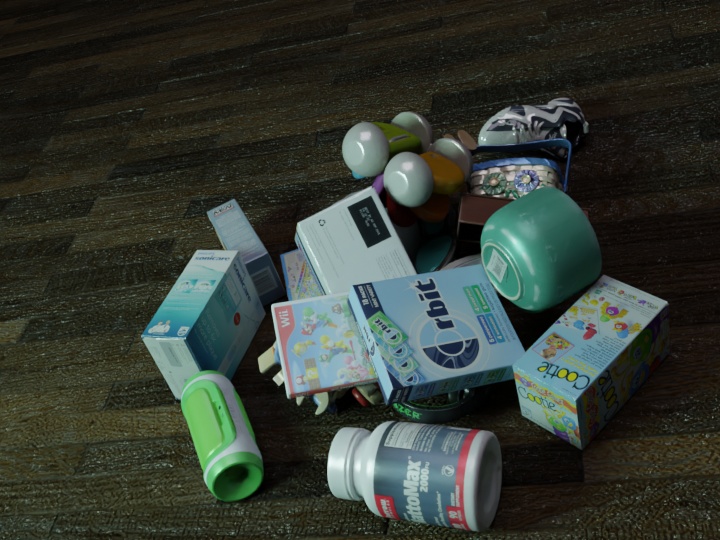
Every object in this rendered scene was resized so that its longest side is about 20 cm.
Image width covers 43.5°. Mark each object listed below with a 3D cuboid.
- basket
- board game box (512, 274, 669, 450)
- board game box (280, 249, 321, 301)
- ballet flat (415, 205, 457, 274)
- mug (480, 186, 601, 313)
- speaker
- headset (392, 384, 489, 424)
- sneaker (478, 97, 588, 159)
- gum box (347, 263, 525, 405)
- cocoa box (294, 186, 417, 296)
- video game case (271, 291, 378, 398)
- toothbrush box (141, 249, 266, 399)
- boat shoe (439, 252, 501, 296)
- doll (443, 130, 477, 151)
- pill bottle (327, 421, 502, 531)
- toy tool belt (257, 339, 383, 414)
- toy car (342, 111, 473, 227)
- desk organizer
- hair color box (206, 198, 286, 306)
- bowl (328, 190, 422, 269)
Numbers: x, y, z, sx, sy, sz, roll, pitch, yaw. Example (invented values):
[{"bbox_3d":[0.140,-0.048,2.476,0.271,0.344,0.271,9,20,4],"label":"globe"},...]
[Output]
[{"bbox_3d":[0.261,-0.138,1.489,0.175,0.140,0.201,-5,47,17],"label":"basket"},{"bbox_3d":[0.308,0.118,1.194,0.200,0.103,0.105,-39,44,-24],"label":"board game box"},{"bbox_3d":[-0.057,0.023,1.516,0.134,0.034,0.201,-18,38,2],"label":"board game box"},{"bbox_3d":[0.134,-0.040,1.483,0.072,0.072,0.201,-7,40,15],"label":"ballet flat"},{"bbox_3d":[0.241,-0.009,1.241,0.114,0.186,0.152,-27,17,-18],"label":"mug"},{"bbox_3d":[-0.199,0.231,1.288,0.088,0.089,0.200,-25,39,-7],"label":"speaker"},{"bbox_3d":[0.130,0.137,1.254,0.199,0.095,0.123,-24,36,-33],"label":"headset"},{"bbox_3d":[0.322,-0.247,1.641,0.198,0.080,0.130,-11,29,-6],"label":"sneaker"},{"bbox_3d":[0.102,0.081,1.216,0.199,0.045,0.171,-9,54,-18],"label":"gum box"},{"bbox_3d":[0.000,0.000,1.365,0.133,0.201,0.131,-26,-4,-9],"label":"cocoa box"},{"bbox_3d":[-0.014,0.093,1.244,0.199,0.017,0.144,-9,57,-8],"label":"video game case"},{"bbox_3d":[-0.242,0.085,1.430,0.085,0.147,0.201,1,41,22],"label":"toothbrush box"},{"bbox_3d":[0.192,0.015,1.391,0.200,0.070,0.072,-25,33,-12],"label":"boat shoe"},{"bbox_3d":[0.113,-0.157,1.557,0.136,0.200,0.049,-23,71,-42],"label":"doll"},{"bbox_3d":[0.066,0.251,1.124,0.199,0.120,0.120,1,42,25],"label":"pill bottle"},{"bbox_3d":[-0.060,0.153,1.311,0.123,0.125,0.200,-46,55,0],"label":"toy tool belt"},{"bbox_3d":[0.066,-0.150,1.423,0.200,0.151,0.175,38,38,24],"label":"toy car"},{"bbox_3d":[0.244,-0.057,1.372,0.199,0.072,0.077,8,38,6],"label":"desk organizer"},{"bbox_3d":[-0.202,-0.032,1.590,0.060,0.099,0.200,-26,39,-8],"label":"hair color box"},{"bbox_3d":[0.013,-0.072,1.513,0.200,0.091,0.202,1,37,-1],"label":"bowl"}]
